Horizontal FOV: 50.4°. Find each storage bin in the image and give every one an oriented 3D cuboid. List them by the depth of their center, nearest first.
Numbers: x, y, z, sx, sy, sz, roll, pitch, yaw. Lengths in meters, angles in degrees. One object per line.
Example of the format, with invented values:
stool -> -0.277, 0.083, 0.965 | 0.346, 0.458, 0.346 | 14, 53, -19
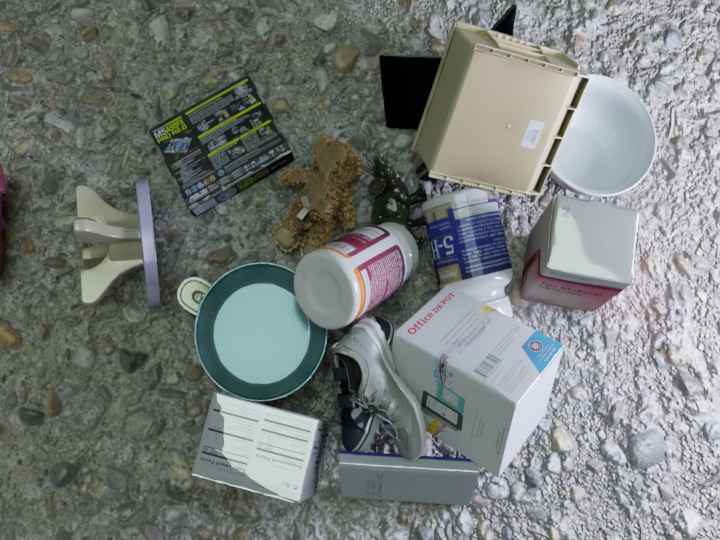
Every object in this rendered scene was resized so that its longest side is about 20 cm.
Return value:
storage bin -> 0.203, -0.229, 1.120 | 0.194, 0.094, 0.204 | 9, 120, -17

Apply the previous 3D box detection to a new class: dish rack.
dish rack -> -0.054, 0.152, 1.178 | 0.196, 0.055, 0.156 | 24, 79, -4

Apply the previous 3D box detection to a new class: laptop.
laptop -> 0.140, -0.321, 1.225 | 0.115, 0.188, 0.201 | 37, 75, 19

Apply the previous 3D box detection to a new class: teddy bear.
teddy bear -> -0.068, -0.113, 1.253 | 0.141, 0.067, 0.206 | 6, 84, 13

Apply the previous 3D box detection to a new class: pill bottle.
pill bottle -> 0.000, 0.000, 1.134 | 0.112, 0.199, 0.117 | 12, 114, 31
pill bottle -> 0.171, -0.019, 1.184 | 0.117, 0.120, 0.205 | -13, 88, -2

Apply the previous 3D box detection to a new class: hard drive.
hard drive -> 0.068, 0.304, 1.115 | 0.194, 0.133, 0.026 | 3, 54, 2

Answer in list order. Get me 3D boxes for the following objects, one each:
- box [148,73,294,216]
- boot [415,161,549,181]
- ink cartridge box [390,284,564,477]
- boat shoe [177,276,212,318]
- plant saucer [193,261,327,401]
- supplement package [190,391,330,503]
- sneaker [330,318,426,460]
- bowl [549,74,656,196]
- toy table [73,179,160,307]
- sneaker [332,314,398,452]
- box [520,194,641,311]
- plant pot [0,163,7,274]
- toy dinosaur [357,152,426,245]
box -> -0.232, -0.210, 1.282 | 0.197, 0.044, 0.162 | -30, 78, -6
boot -> 0.201, -0.164, 1.252 | 0.197, 0.078, 0.140 | -30, 99, 12
ink cartridge box -> 0.157, 0.150, 1.086 | 0.197, 0.149, 0.146 | 28, 44, 28
boat shoe -> -0.203, 0.085, 1.207 | 0.199, 0.068, 0.072 | 40, 73, -7
plant saucer -> -0.146, 0.091, 1.130 | 0.194, 0.036, 0.206 | 1, 77, -6
supplement package -> -0.134, 0.254, 1.094 | 0.152, 0.200, 0.114 | 13, 77, 5
sneaker -> 0.021, 0.174, 1.054 | 0.081, 0.075, 0.203 | -25, 84, -31
bowl -> 0.366, -0.203, 1.236 | 0.195, 0.090, 0.207 | 1, 76, -6
toy table -> -0.378, -0.040, 1.189 | 0.114, 0.185, 0.204 | -5, 64, -16
sneaker -> -0.007, 0.163, 1.122 | 0.078, 0.078, 0.205 | 23, 69, -24
box -> 0.322, -0.019, 1.144 | 0.124, 0.200, 0.112 | 10, 76, 4
plant pot -> -0.648, -0.065, 1.195 | 0.195, 0.200, 0.184 | -12, 92, -1
toy dinosaur -> 0.056, -0.089, 1.242 | 0.099, 0.077, 0.206 | 0, 99, 13
